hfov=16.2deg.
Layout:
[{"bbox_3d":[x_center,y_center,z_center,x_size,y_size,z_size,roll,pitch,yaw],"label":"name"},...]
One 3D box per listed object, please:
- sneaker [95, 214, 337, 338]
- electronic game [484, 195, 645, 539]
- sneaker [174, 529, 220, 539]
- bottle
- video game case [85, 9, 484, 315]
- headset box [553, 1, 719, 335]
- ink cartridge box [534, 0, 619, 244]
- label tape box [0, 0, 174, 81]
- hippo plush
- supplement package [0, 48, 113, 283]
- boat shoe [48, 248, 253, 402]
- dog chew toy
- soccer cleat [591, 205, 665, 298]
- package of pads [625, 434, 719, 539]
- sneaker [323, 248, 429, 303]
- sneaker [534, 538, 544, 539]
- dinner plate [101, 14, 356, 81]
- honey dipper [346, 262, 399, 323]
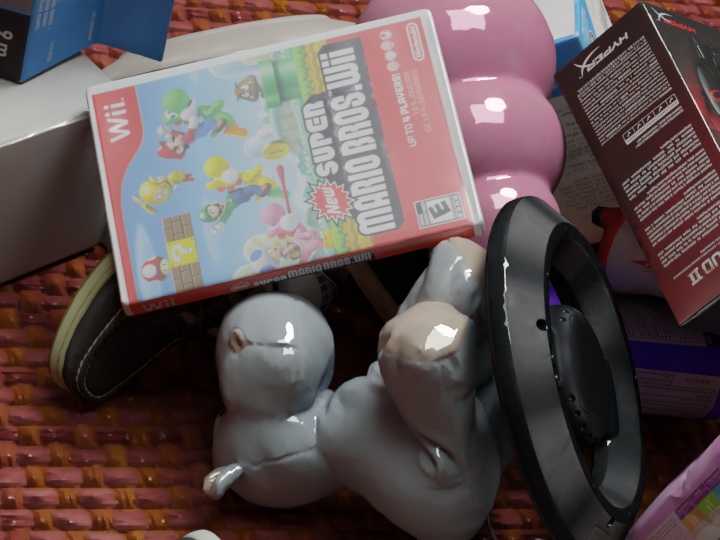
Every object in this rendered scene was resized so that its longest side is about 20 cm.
[{"bbox_3d":[-0.100,-0.033,1.519,0.080,0.076,0.200,-14,53,-47],"label":"sneaker"},{"bbox_3d":[0.109,0.058,1.350,0.042,0.200,0.200,-14,34,20],"label":"electronic game"},{"bbox_3d":[-0.079,0.211,1.233,0.099,0.071,0.200,-11,41,-29],"label":"sneaker"},{"bbox_3d":[0.130,0.046,1.488,0.200,0.065,0.084,6,20,-26],"label":"bottle"},{"bbox_3d":[-0.044,-0.061,1.387,0.200,0.017,0.143,-13,62,1],"label":"video game case"},{"bbox_3d":[0.216,-0.042,1.438,0.149,0.075,0.200,12,46,-47],"label":"headset box"},{"bbox_3d":[0.143,-0.098,1.632,0.068,0.200,0.116,-16,36,17],"label":"ink cartridge box"},{"bbox_3d":[-0.201,-0.186,1.405,0.200,0.144,0.063,18,40,2],"label":"label tape box"},{"bbox_3d":[0.004,0.077,1.382,0.161,0.200,0.159,3,19,22],"label":"hippo plush"},{"bbox_3d":[-0.248,-0.098,1.492,0.117,0.117,0.200,-23,53,-40],"label":"supplement package"},{"bbox_3d":[-0.090,0.000,1.406,0.065,0.073,0.200,39,84,31],"label":"boat shoe"},{"bbox_3d":[0.063,-0.077,1.462,0.124,0.125,0.200,-2,63,-23],"label":"dog chew toy"},{"bbox_3d":[0.202,-0.014,1.538,0.085,0.069,0.200,23,15,22],"label":"soccer cleat"},{"bbox_3d":[0.237,0.101,1.373,0.076,0.200,0.120,47,45,11],"label":"package of pads"},{"bbox_3d":[0.054,-0.039,1.586,0.085,0.074,0.200,35,50,12],"label":"sneaker"},{"bbox_3d":[0.114,0.216,1.294,0.085,0.073,0.200,16,37,1],"label":"sneaker"},{"bbox_3d":[-0.083,-0.134,1.564,0.200,0.200,0.024,-11,89,-31],"label":"dinner plate"},{"bbox_3d":[0.000,0.000,1.494,0.038,0.038,0.200,-31,82,-43],"label":"honey dipper"}]
